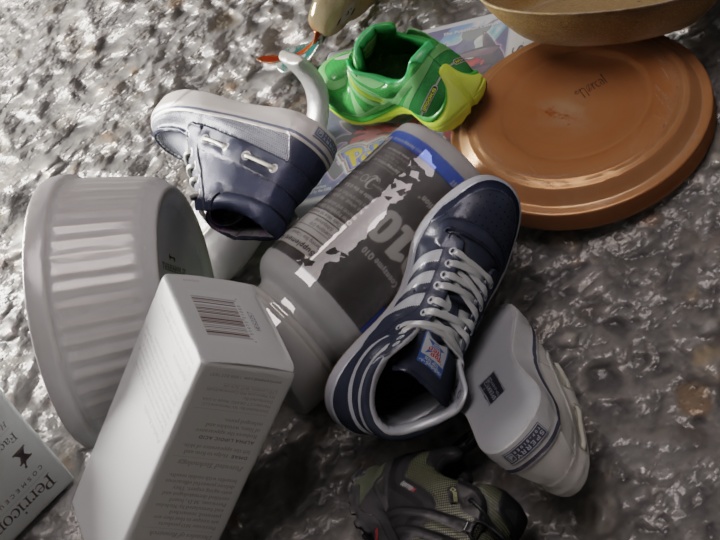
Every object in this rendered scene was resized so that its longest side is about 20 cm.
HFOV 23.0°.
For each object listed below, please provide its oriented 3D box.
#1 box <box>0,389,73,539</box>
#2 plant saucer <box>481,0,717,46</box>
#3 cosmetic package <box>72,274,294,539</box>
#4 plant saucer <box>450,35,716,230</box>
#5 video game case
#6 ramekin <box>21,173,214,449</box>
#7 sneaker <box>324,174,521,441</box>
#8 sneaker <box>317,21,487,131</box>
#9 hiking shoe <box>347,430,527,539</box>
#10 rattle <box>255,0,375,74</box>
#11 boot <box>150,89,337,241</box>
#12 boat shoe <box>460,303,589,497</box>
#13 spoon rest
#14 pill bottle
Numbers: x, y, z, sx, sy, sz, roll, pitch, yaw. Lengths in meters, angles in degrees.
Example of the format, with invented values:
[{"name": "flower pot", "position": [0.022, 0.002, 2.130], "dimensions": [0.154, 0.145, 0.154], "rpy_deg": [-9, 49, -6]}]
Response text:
[{"name": "box", "position": [-0.361, 0.150, 1.333], "dimensions": [0.199, 0.131, 0.199], "rpy_deg": [-46, 43, -15]}, {"name": "plant saucer", "position": [0.190, -0.208, 1.355], "dimensions": [0.198, 0.036, 0.201], "rpy_deg": [-7, 22, 3]}, {"name": "cosmetic package", "position": [-0.122, 0.114, 1.181], "dimensions": [0.201, 0.073, 0.102], "rpy_deg": [-66, 32, 27]}, {"name": "plant saucer", "position": [0.162, -0.114, 1.311], "dimensions": [0.198, 0.032, 0.202], "rpy_deg": [-11, 46, 11]}, {"name": "video game case", "position": [0.050, -0.129, 1.425], "dimensions": [0.198, 0.023, 0.183], "rpy_deg": [-11, 45, 24]}, {"name": "ramekin", "position": [-0.167, 0.024, 1.292], "dimensions": [0.093, 0.203, 0.204], "rpy_deg": [-9, 45, 10]}, {"name": "sneaker", "position": [0.055, 0.027, 1.164], "dimensions": [0.201, 0.070, 0.108], "rpy_deg": [-56, 13, -4]}, {"name": "sneaker", "position": [0.023, -0.160, 1.376], "dimensions": [0.074, 0.084, 0.199], "rpy_deg": [-50, 28, -17]}, {"name": "hiking shoe", "position": [0.056, 0.176, 1.083], "dimensions": [0.100, 0.076, 0.201], "rpy_deg": [-30, 40, 8]}, {"name": "rattle", "position": [0.025, -0.220, 1.515], "dimensions": [0.201, 0.142, 0.130], "rpy_deg": [-57, 9, -13]}, {"name": "boot", "position": [-0.110, -0.078, 1.332], "dimensions": [0.199, 0.073, 0.091], "rpy_deg": [10, 61, 49]}, {"name": "boat shoe", "position": [0.107, 0.084, 1.146], "dimensions": [0.072, 0.066, 0.200], "rpy_deg": [-46, 17, 6]}, {"name": "spoon rest", "position": [-0.082, -0.073, 1.416], "dimensions": [0.201, 0.060, 0.099], "rpy_deg": [-61, 33, 1]}, {"name": "pill bottle", "position": [0.000, 0.000, 1.261], "dimensions": [0.200, 0.114, 0.114], "rpy_deg": [-44, 42, -12]}]
